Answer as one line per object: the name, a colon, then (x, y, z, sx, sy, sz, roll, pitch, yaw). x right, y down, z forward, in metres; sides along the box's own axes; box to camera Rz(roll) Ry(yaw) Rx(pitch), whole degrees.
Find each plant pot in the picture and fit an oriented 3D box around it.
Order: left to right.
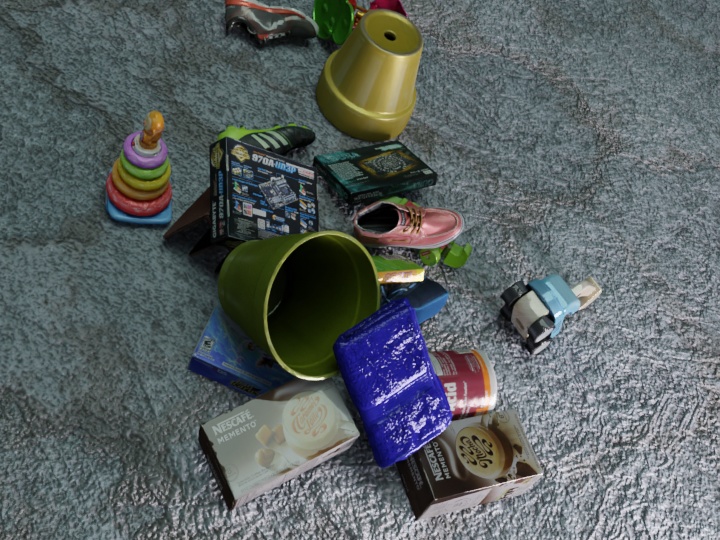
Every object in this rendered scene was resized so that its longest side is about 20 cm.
plant pot: (-0.105, 0.033, 1.320, 0.198, 0.205, 0.191, -21, 22, -34)
plant pot: (0.030, -0.387, 1.775, 0.196, 0.190, 0.204, 11, 52, -14)

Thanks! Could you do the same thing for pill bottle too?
pill bottle: (0.102, 0.184, 1.425, 0.196, 0.115, 0.116, -1, 55, -24)

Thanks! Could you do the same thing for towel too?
towel: (0.052, 0.158, 1.296, 0.146, 0.049, 0.203, -32, 107, -32)

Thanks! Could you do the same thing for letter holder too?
letter holder: (-0.214, -0.090, 1.519, 0.101, 0.140, 0.201, 54, 44, -20)

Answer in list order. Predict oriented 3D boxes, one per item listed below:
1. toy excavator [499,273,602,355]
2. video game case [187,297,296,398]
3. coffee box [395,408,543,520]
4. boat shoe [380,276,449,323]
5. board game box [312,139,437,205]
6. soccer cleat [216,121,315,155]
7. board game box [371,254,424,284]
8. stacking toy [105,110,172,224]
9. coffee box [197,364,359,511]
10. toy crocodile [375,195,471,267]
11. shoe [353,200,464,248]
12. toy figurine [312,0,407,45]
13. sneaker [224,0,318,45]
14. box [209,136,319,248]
toy excavator: (0.352, 0.056, 1.627, 0.198, 0.195, 0.101, -32, 68, -8)
video game case: (-0.142, 0.110, 1.423, 0.197, 0.046, 0.183, 24, 49, -5)
coffee box: (0.161, 0.291, 1.392, 0.196, 0.080, 0.115, -7, 58, -27)
boat shoe: (0.065, 0.063, 1.537, 0.069, 0.085, 0.198, 44, 33, 23)
board game box: (0.027, -0.184, 1.702, 0.197, 0.029, 0.135, -15, 43, -31)
soccer cleat: (-0.165, -0.219, 1.652, 0.197, 0.067, 0.083, -8, 78, -34)
board game box: (0.000, 0.000, 1.544, 0.196, 0.031, 0.095, -1, 16, -26)
stacking toy: (-0.339, -0.174, 1.448, 0.107, 0.201, 0.118, 4, 53, -19)
coffee box: (-0.116, 0.232, 1.287, 0.197, 0.080, 0.116, -23, 73, -22)
toy crocodile: (0.112, -0.075, 1.658, 0.199, 0.062, 0.067, 41, 50, 11)
shoe: (0.083, -0.079, 1.585, 0.195, 0.091, 0.073, -4, 80, 2)
toy figurine: (0.020, -0.525, 1.910, 0.181, 0.152, 0.202, 5, 40, -30)
sneaker: (-0.182, -0.485, 1.851, 0.196, 0.077, 0.084, 11, 78, -14)
box: (-0.148, -0.106, 1.454, 0.198, 0.045, 0.163, 13, 67, -46)
